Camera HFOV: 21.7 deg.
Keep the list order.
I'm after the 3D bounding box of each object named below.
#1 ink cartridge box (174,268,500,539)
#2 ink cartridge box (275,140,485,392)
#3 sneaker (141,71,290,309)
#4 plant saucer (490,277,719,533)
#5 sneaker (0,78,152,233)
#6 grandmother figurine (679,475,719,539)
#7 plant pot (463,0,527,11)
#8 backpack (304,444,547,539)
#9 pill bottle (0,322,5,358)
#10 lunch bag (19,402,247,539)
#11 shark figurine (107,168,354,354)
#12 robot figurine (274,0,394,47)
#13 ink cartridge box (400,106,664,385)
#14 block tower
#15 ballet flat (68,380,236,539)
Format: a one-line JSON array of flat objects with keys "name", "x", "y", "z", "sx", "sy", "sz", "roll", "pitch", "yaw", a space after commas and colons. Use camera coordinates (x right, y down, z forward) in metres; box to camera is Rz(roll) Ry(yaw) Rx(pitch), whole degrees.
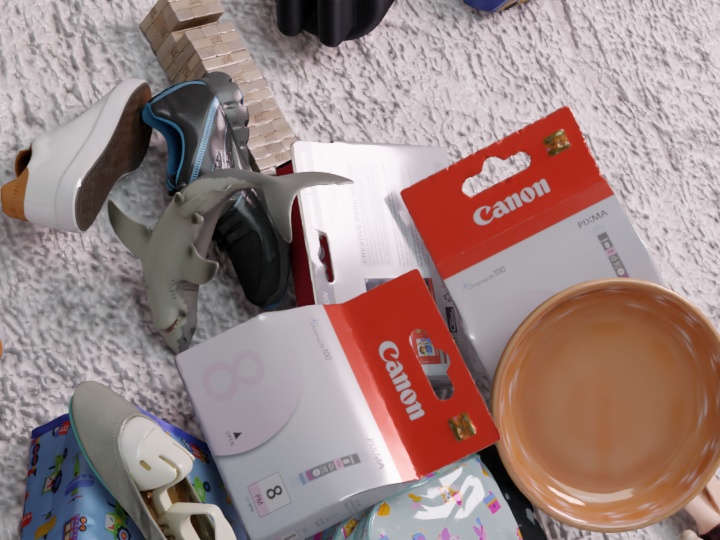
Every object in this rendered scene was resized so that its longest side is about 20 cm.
[{"name": "ink cartridge box", "x": -0.019, "y": 0.096, "z": 1.406, "sx": 0.199, "sy": 0.057, "sz": 0.163, "roll": -27, "pitch": 65, "yaw": 3}, {"name": "ink cartridge box", "x": 0.000, "y": 0.000, "z": 1.553, "sx": 0.175, "sy": 0.084, "sz": 0.202, "roll": 1, "pitch": 74, "yaw": -41}, {"name": "sneaker", "x": -0.119, "y": -0.059, "z": 1.551, "sx": 0.081, "sy": 0.073, "sz": 0.201, "roll": -18, "pitch": 86, "yaw": -30}, {"name": "plant saucer", "x": 0.197, "y": 0.104, "z": 1.483, "sx": 0.198, "sy": 0.037, "sz": 0.202, "roll": -1, "pitch": 97, "yaw": -9}, {"name": "sneaker", "x": -0.229, "y": -0.102, "z": 1.514, "sx": 0.084, "sy": 0.073, "sz": 0.200, "roll": 6, "pitch": 31, "yaw": 14}, {"name": "grandmother figurine", "x": 0.321, "y": 0.225, "z": 1.683, "sx": 0.121, "sy": 0.061, "sz": 0.201, "roll": -30, "pitch": 80, "yaw": -43}, {"name": "plant pot", "x": 0.175, "y": -0.380, "z": 1.864, "sx": 0.199, "sy": 0.200, "sz": 0.181, "roll": -25, "pitch": 83, "yaw": -41}, {"name": "backpack", "x": 0.046, "y": 0.221, "z": 1.460, "sx": 0.199, "sy": 0.127, "sz": 0.168, "roll": -17, "pitch": 75, "yaw": -38}, {"name": "pill bottle", "x": -0.329, "y": 0.105, "z": 1.294, "sx": 0.112, "sy": 0.112, "sz": 0.201, "roll": 30, "pitch": 51, "yaw": -14}, {"name": "lunch bag", "x": -0.143, "y": 0.196, "z": 1.387, "sx": 0.199, "sy": 0.094, "sz": 0.152, "roll": 24, "pitch": 49, "yaw": -31}, {"name": "shark figurine", "x": -0.109, "y": -0.044, "z": 1.466, "sx": 0.129, "sy": 0.214, "sz": 0.089, "roll": 54, "pitch": 39, "yaw": 8}, {"name": "robot figurine", "x": -0.012, "y": -0.295, "z": 1.732, "sx": 0.150, "sy": 0.125, "sz": 0.201, "roll": 42, "pitch": 49, "yaw": -14}, {"name": "ink cartridge box", "x": 0.146, "y": -0.007, "z": 1.523, "sx": 0.162, "sy": 0.057, "sz": 0.201, "roll": -27, "pitch": 100, "yaw": 0}, {"name": "block tower", "x": -0.115, "y": -0.148, "z": 1.624, "sx": 0.054, "sy": 0.058, "sz": 0.201, "roll": -19, "pitch": 76, "yaw": -38}, {"name": "ballet flat", "x": -0.131, "y": 0.158, "z": 1.311, "sx": 0.201, "sy": 0.063, "sz": 0.067, "roll": 63, "pitch": 34, "yaw": -6}]
